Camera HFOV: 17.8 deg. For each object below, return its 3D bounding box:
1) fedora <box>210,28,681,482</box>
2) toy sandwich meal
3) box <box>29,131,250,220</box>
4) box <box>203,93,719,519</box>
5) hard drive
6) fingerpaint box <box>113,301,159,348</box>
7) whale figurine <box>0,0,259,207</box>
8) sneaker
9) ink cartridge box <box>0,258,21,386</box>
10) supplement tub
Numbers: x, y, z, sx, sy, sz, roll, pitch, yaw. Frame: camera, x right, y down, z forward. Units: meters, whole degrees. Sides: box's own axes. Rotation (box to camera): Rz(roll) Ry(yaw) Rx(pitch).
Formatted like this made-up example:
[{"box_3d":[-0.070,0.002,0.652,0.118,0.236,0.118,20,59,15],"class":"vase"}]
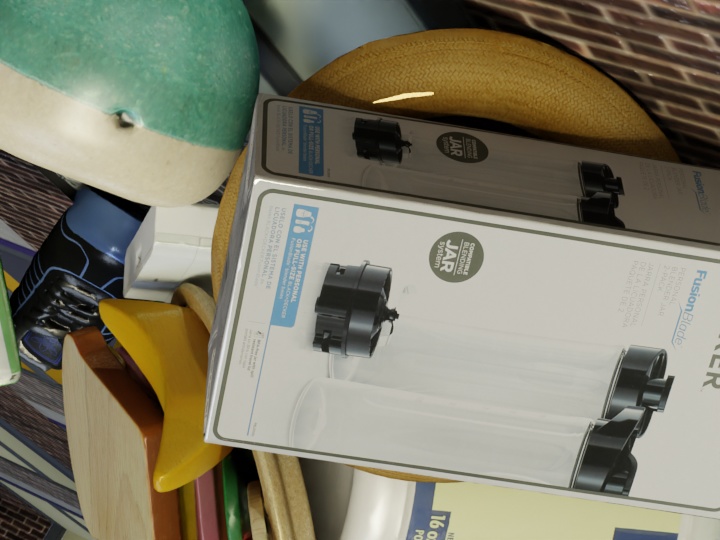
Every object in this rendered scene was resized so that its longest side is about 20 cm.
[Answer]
[{"box_3d":[0.035,-0.014,0.893,0.200,0.201,0.082,35,-156,-21],"class":"fedora"},{"box_3d":[-0.076,0.096,1.000,0.070,0.206,0.205,-13,175,-15],"class":"toy sandwich meal"},{"box_3d":[-0.079,-0.040,1.164,0.199,0.050,0.158,20,164,35],"class":"box"},{"box_3d":[0.050,0.014,0.825,0.199,0.117,0.060,10,-149,-8],"class":"box"},{"box_3d":[0.000,0.000,1.026,0.199,0.026,0.132,5,169,-11],"class":"hard drive"},{"box_3d":[-0.022,0.067,1.252,0.199,0.074,0.167,21,180,-17],"class":"fingerpaint box"},{"box_3d":[-0.110,-0.103,0.957,0.159,0.104,0.200,21,-166,-21],"class":"whale figurine"},{"box_3d":[-0.145,0.013,1.218,0.070,0.078,0.200,31,167,-5],"class":"sneaker"},{"box_3d":[-0.230,-0.019,1.181,0.083,0.147,0.200,-12,-173,-10],"class":"ink cartridge box"},{"box_3d":[0.074,0.092,1.024,0.199,0.146,0.145,7,172,-17],"class":"supplement tub"}]
